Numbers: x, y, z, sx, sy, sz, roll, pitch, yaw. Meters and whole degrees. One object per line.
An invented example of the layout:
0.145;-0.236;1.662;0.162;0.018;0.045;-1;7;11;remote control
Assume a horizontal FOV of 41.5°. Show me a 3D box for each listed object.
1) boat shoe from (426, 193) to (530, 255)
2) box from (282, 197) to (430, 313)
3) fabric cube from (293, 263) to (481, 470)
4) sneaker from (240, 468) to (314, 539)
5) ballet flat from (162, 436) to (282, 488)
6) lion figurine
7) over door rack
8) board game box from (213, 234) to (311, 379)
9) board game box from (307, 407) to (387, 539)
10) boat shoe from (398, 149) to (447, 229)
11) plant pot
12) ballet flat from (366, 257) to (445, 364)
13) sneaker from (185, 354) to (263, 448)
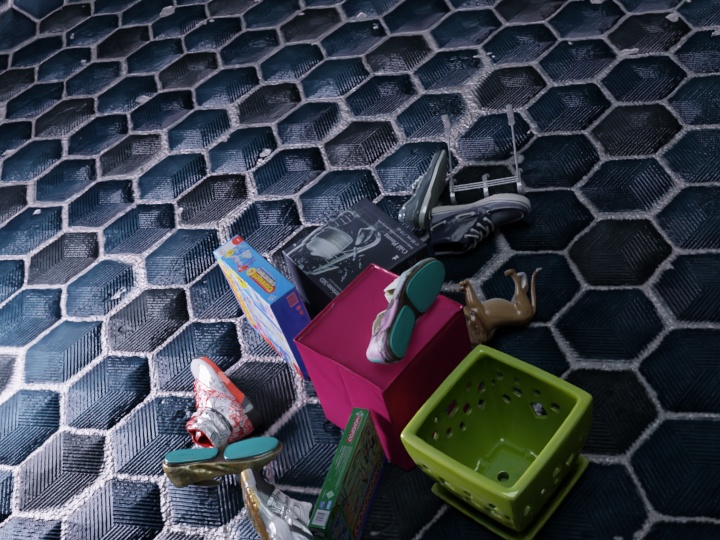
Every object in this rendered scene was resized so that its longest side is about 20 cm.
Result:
0.220;-0.078;1.774;0.199;0.075;0.093;-11;49;20;boat shoe
0.000;0.000;1.724;0.196;0.124;0.200;-35;45;-15;box
0.049;0.148;1.495;0.199;0.200;0.196;26;57;37;fabric cube
-0.112;0.370;1.428;0.087;0.076;0.200;-21;46;-23;sneaker
-0.215;0.311;1.518;0.199;0.071;0.071;-9;43;7;ballet flat
0.232;0.071;1.605;0.199;0.073;0.123;-16;76;-7;lion figurine
0.246;-0.224;1.897;0.147;0.067;0.201;-8;64;11;over door rack
-0.155;0.064;1.653;0.056;0.201;0.196;-36;45;-16;board game box
-0.015;0.321;1.386;0.029;0.135;0.201;4;47;23;board game box
0.127;-0.167;1.889;0.061;0.073;0.201;7;53;20;boat shoe
0.201;0.257;1.343;0.199;0.182;0.199;25;58;36;plant pot
0.059;0.057;1.400;0.071;0.069;0.201;-9;40;40;ballet flat
-0.264;0.227;1.619;0.108;0.067;0.201;-36;48;-22;sneaker
